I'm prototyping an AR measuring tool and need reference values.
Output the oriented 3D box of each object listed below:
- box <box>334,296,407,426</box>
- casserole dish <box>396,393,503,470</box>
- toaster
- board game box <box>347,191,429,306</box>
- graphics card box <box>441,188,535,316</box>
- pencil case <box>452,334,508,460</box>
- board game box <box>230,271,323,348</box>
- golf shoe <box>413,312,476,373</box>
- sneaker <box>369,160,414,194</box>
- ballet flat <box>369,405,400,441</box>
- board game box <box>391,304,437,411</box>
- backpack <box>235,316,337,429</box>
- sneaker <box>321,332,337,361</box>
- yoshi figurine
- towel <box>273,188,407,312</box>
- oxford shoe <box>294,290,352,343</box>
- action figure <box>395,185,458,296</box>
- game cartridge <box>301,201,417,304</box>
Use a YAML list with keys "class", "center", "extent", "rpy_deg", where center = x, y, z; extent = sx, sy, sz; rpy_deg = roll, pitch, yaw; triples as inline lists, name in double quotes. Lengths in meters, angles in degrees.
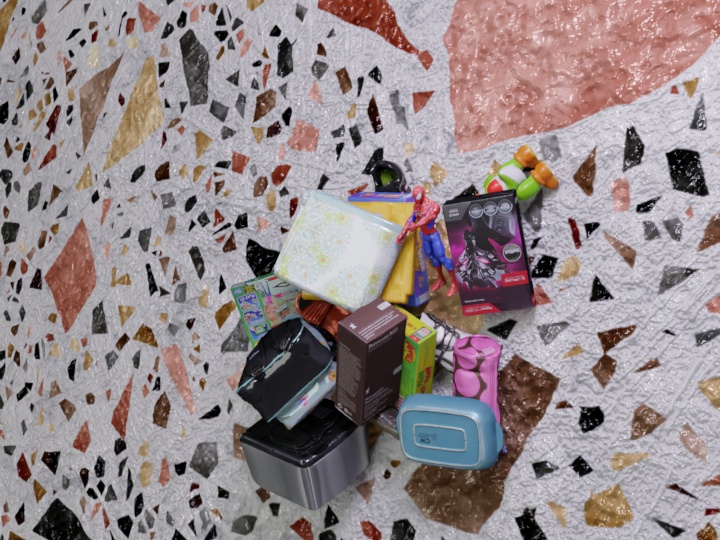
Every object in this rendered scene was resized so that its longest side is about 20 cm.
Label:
- class: "box"
  center: [0.016, 0.155, 1.621]
  extent: [0.075, 0.100, 0.201]
  rpy_deg: [33, 138, 33]
- class: "casserole dish"
  center: [0.138, 0.269, 1.575]
  extent: [0.199, 0.039, 0.122]
  rpy_deg: [1, 101, 33]
- class: "toaster"
  center: [-0.089, 0.322, 1.753]
  extent: [0.199, 0.180, 0.120]
  rpy_deg: [13, 125, 38]
- class: "board game box"
  center: [0.052, -0.041, 1.761]
  extent: [0.134, 0.045, 0.202]
  rpy_deg: [6, 110, 38]
- class: "graphics card box"
  center: [0.217, -0.028, 1.606]
  extent: [0.124, 0.051, 0.202]
  rpy_deg: [-7, 103, 18]
- class: "pencil case"
  center: [0.198, 0.213, 1.593]
  extent: [0.094, 0.090, 0.202]
  rpy_deg: [-144, 49, -72]
- class: "board game box"
  center: [-0.128, 0.063, 1.795]
  extent: [0.198, 0.029, 0.136]
  rpy_deg: [-17, 104, 8]
- class: "golf shoe"
  center: [0.139, 0.124, 1.674]
  extent: [0.199, 0.095, 0.078]
  rpy_deg: [7, 61, 37]
- class: "sneaker"
  center: [0.071, -0.128, 1.787]
  extent: [0.074, 0.087, 0.201]
  rpy_deg: [-37, 61, 27]
- class: "ballet flat"
  center: [0.034, 0.253, 1.702]
  extent: [0.199, 0.067, 0.047]
  rpy_deg: [31, 137, 28]
- class: "board game box"
  center: [0.077, 0.169, 1.682]
  extent: [0.101, 0.047, 0.201]
  rpy_deg: [33, 137, 34]
- class: "backpack"
  center: [-0.127, 0.177, 1.713]
  extent: [0.176, 0.153, 0.200]
  rpy_deg: [-46, 16, 0]
- class: "sneaker"
  center: [-0.012, 0.133, 1.820]
  extent: [0.199, 0.078, 0.078]
  rpy_deg: [-18, 100, 28]
- class: "yoshi figurine"
  center: [0.246, -0.115, 1.663]
  extent: [0.200, 0.112, 0.112]
  rpy_deg: [-41, 99, 9]
- class: "towel"
  center: [-0.038, -0.032, 1.651]
  extent: [0.199, 0.048, 0.172]
  rpy_deg: [24, 92, 15]
- class: "oxford shoe"
  center: [-0.031, 0.100, 1.746]
  extent: [0.200, 0.073, 0.071]
  rpy_deg: [39, 88, -2]
- class: "action figure"
  center: [0.102, -0.040, 1.604]
  extent: [0.065, 0.099, 0.202]
  rpy_deg: [17, 130, 49]
- class: "game cartridge"
  center: [-0.001, -0.033, 1.678]
  extent: [0.198, 0.032, 0.178]
  rpy_deg: [1, 83, 16]
